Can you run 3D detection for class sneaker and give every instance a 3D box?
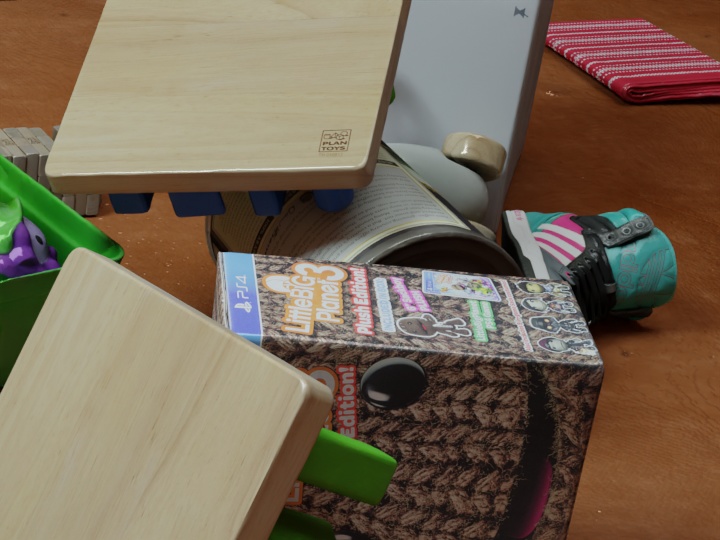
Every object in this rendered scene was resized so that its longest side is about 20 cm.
[{"bbox_3d":[0.166,0.011,1.390,0.120,0.084,0.200,-2,24,-1],"label":"sneaker"}]

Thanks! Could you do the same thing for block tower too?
[{"bbox_3d":[-0.282,-0.069,1.428,0.200,0.058,0.054,-7,28,-29],"label":"block tower"}]

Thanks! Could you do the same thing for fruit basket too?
[{"bbox_3d":[-0.257,-0.047,1.219,0.155,0.216,0.216,-12,32,-38],"label":"fruit basket"}]

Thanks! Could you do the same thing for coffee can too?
[{"bbox_3d":[0.000,0.000,1.269,0.146,0.147,0.200,-3,27,-25],"label":"coffee can"}]

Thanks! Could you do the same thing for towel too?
[{"bbox_3d":[0.274,-0.212,1.974,0.144,0.023,0.200,-5,26,-24],"label":"towel"}]

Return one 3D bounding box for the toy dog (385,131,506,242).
[{"bbox_3d":[0.016,-0.070,1.481,0.200,0.096,0.132,37,67,-6],"label":"toy dog"}]

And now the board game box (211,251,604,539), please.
[{"bbox_3d":[0.013,0.089,1.068,0.200,0.160,0.097,4,25,-8],"label":"board game box"}]

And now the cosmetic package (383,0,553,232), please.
[{"bbox_3d":[0.081,-0.165,1.591,0.123,0.200,0.200,12,24,5],"label":"cosmetic package"}]

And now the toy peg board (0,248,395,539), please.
[{"bbox_3d":[-0.095,0.122,0.940,0.098,0.200,0.199,27,0,-43],"label":"toy peg board"}]

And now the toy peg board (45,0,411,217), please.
[{"bbox_3d":[-0.069,-0.099,1.243,0.200,0.098,0.199,-1,48,14],"label":"toy peg board"}]
